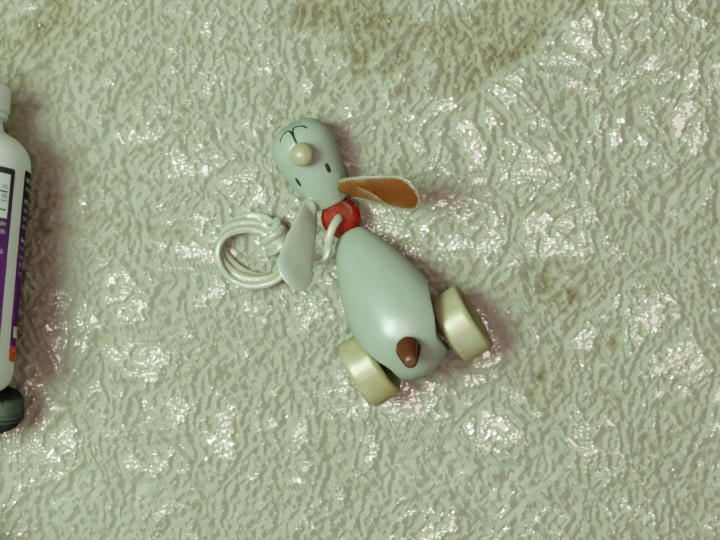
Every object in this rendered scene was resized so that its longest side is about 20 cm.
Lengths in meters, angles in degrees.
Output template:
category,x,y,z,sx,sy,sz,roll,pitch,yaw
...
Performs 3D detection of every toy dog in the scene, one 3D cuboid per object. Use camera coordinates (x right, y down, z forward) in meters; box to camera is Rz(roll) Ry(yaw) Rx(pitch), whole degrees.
category,x,y,z,sx,sy,sz,roll,pitch,yaw
toy dog,0.000,0.000,1.210,0.200,0.096,0.132,39,95,0

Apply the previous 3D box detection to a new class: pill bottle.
category,x,y,z,sx,sy,sz,roll,pitch,yaw
pill bottle,-0.275,-0.023,1.211,0.111,0.112,0.202,4,84,3

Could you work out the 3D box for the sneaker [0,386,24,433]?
category,x,y,z,sx,sy,sz,roll,pitch,yaw
sneaker,-0.323,0.135,1.261,0.198,0.060,0.105,-3,101,1
